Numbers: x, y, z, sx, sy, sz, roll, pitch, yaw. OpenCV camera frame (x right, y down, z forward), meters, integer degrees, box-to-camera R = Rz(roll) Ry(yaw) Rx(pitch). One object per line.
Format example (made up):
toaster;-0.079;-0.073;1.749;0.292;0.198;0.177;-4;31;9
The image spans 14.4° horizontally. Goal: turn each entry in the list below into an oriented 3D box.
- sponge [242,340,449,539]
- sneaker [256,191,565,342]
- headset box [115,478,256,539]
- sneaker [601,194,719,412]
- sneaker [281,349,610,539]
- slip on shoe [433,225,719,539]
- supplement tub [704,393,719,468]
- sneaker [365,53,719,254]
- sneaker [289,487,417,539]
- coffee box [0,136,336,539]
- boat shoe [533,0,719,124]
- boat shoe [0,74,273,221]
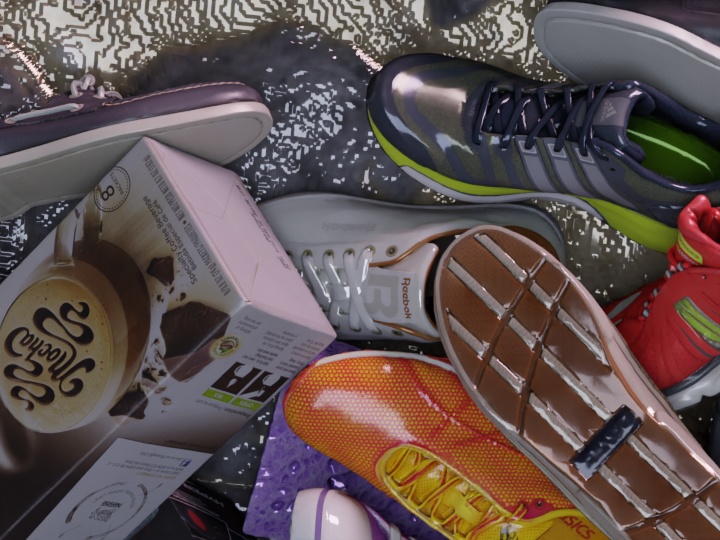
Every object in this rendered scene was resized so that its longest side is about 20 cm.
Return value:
sponge;0.049;0.105;1.422;0.200;0.030;0.112;14;121;-4
sneaker;0.000;0.000;1.397;0.200;0.085;0.073;-8;103;7
headset box;-0.092;0.214;1.388;0.149;0.200;0.075;-46;135;11
sneaker;0.167;0.002;1.358;0.200;0.077;0.085;-27;128;27
sneaker;0.055;0.099;1.358;0.200;0.077;0.073;25;119;-10
slip on shoe;0.107;0.066;1.344;0.076;0.061;0.200;-43;82;-3
supplement tub;0.216;0.155;1.400;0.122;0.123;0.200;12;101;0
sneaker;0.101;-0.069;1.370;0.200;0.081;0.074;13;67;-5
sneaker;0.047;0.159;1.390;0.114;0.073;0.201;-12;143;23
coffee box;-0.124;0.049;1.378;0.200;0.080;0.113;-44;57;17
boat shoe;0.185;-0.107;1.378;0.200;0.074;0.060;14;61;15
boat shoe;-0.143;-0.071;1.395;0.200;0.073;0.063;-13;68;8
